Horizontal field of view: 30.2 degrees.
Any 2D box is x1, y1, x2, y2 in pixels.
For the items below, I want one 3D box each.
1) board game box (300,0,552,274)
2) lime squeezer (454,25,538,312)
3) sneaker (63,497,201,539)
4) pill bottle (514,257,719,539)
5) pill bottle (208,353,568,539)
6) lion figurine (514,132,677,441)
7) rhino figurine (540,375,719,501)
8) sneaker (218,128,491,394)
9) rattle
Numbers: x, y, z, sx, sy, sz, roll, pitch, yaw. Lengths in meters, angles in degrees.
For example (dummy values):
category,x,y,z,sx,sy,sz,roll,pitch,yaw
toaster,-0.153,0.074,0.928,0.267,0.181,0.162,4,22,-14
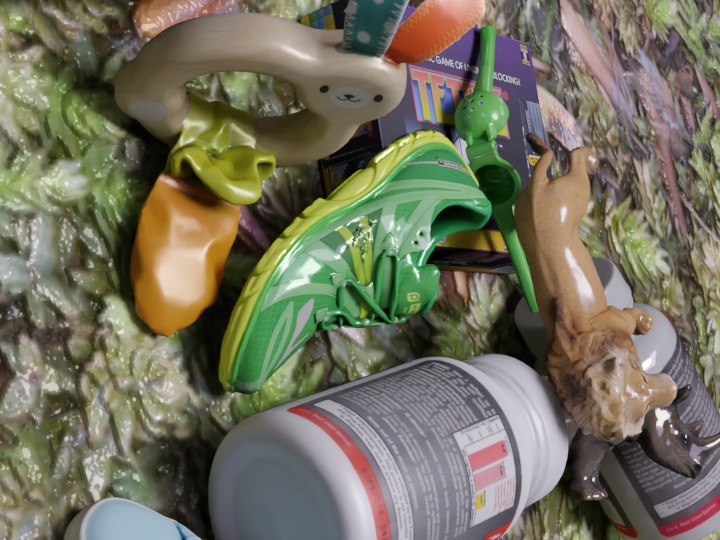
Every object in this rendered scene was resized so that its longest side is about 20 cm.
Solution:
category,x,y,z,sx,sy,sz,roll,pitch,yaw
board game box,0.055,-0.086,0.907,0.199,0.056,0.167,3,76,-50
lime squeezer,0.086,-0.072,0.878,0.071,0.037,0.202,46,34,-77
sneaker,-0.048,0.166,0.631,0.200,0.082,0.074,39,35,-2
pill bottle,0.192,0.094,0.963,0.201,0.110,0.111,57,42,-20
pill bottle,0.023,0.113,0.740,0.199,0.115,0.117,-14,88,-46
lion figurine,0.129,0.005,0.815,0.122,0.072,0.201,-9,72,-65
rhino figurine,0.145,0.106,0.871,0.060,0.198,0.088,97,-9,-82
sneaker,0.000,0.000,0.747,0.084,0.074,0.200,42,68,11
rattle,-0.034,-0.064,0.672,0.130,0.199,0.144,55,38,-41
